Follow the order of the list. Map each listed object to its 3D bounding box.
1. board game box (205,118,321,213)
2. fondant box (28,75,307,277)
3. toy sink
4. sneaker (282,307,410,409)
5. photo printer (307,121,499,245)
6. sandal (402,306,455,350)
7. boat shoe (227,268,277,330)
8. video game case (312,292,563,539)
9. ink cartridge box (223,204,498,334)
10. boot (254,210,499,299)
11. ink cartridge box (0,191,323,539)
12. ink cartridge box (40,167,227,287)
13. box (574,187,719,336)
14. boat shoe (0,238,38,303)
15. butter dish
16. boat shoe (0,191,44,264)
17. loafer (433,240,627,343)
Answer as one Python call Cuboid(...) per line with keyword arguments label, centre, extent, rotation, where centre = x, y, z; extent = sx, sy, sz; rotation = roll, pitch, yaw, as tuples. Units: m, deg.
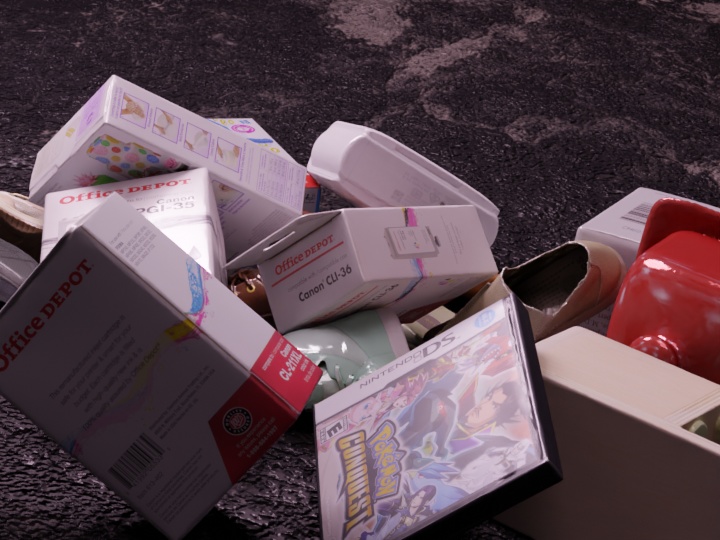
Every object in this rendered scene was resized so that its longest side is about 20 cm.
Cuboid(label="board game box", centre=(-0.167, -0.092, 2.030), extent=(0.195, 0.056, 0.200), rotation=(-2, 25, -25))
Cuboid(label="fondant box", centre=(-0.168, -0.075, 1.786), extent=(0.200, 0.144, 0.058), rotation=(24, 51, -26))
Cuboid(label="toy sink", centre=(0.205, 0.143, 1.500), extent=(0.200, 0.131, 0.112), rotation=(23, 26, 33))
Cuboid(label="sneaker", centre=(-0.007, 0.110, 1.597), extent=(0.118, 0.074, 0.201), rotation=(-12, 35, -8))
Cuboid(label="photo printer", centre=(0.035, -0.077, 1.944), extent=(0.166, 0.070, 0.200), rotation=(31, 0, -13))
Cuboid(label="sandal", centre=(0.092, 0.056, 1.762), extent=(0.080, 0.057, 0.201), rotation=(-13, 30, -41))
Cuboid(label="boat shoe", centre=(-0.099, 0.029, 1.746), extent=(0.200, 0.068, 0.072), rotation=(1, 23, -16))
Cuboid(label="video game case", centre=(0.049, 0.120, 1.448), extent=(0.181, 0.026, 0.200), rotation=(-30, 30, 15))
Cuboid(label="ink cartridge box", centre=(0.000, 0.000, 1.676), extent=(0.200, 0.116, 0.068), rotation=(-3, 69, -44))
Cuboid(label="boot", centre=(0.011, -0.017, 1.898), extent=(0.200, 0.069, 0.188), rotation=(9, -2, -21))
Cuboid(label="ink cartridge box", centre=(-0.150, 0.066, 1.427), extent=(0.200, 0.146, 0.083), rotation=(42, 24, -4))
Cuboid(label="ink cartridge box", centre=(-0.184, 0.010, 1.660), extent=(0.146, 0.083, 0.200), rotation=(-9, 35, 0))
Cuboid(label="box", centre=(0.294, 0.029, 1.786), extent=(0.200, 0.131, 0.199), rotation=(17, 19, 19))
Cuboid(label="boat shoe", centre=(-0.351, -0.005, 1.764), extent=(0.202, 0.065, 0.074), rotation=(24, 7, 21))
Cuboid(label="butter dish", centre=(0.261, 0.065, 1.599), extent=(0.199, 0.200, 0.148), rotation=(24, 21, 35))
Cuboid(label="boat shoe", centre=(-0.307, -0.034, 1.829), extent=(0.200, 0.072, 0.065), rotation=(18, 18, 9))
Cuboid(label="loafer", centre=(0.124, 0.035, 1.680), extent=(0.076, 0.200, 0.068), rotation=(54, 4, 35))
